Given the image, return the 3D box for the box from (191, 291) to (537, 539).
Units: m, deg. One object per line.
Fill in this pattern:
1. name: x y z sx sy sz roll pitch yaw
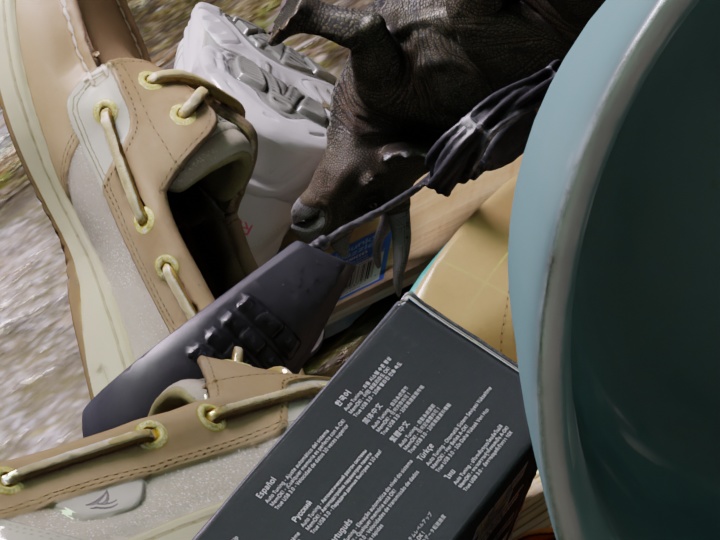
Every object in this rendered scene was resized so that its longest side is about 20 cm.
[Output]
1. box: -0.039 0.122 0.592 0.200 0.043 0.161 -48 -16 -36

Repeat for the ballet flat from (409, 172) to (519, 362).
1. ballet flat: 0.073 -0.007 0.839 0.063 0.069 0.200 7 42 35

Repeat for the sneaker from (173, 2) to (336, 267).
1. sneaker: -0.054 -0.038 1.043 0.100 0.078 0.200 -58 3 11

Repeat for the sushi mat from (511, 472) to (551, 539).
1. sushi mat: 0.091 0.045 0.760 0.199 0.012 0.096 -34 19 -5

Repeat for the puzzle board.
1. puzzle board: 0.031 -0.030 1.027 0.199 0.017 0.151 -27 21 17

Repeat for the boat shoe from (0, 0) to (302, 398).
1. boat shoe: -0.065 -0.030 0.913 0.066 0.201 0.074 -21 -7 20

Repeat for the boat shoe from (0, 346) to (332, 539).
1. boat shoe: -0.030 0.054 0.705 0.199 0.066 0.074 -17 -35 -50

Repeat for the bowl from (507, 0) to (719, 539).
1. bowl: 0.108 -0.001 0.553 0.200 0.202 0.105 -35 22 -7

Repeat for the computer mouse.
1. computer mouse: 0.000 0.000 0.798 0.200 0.034 0.059 -38 -4 -27

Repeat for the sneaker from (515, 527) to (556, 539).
1. sneaker: 0.066 0.081 0.618 0.078 0.078 0.200 -16 24 41

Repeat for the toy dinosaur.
1. toy dinosaur: 0.039 -0.079 0.893 0.200 0.102 0.077 -30 33 42
